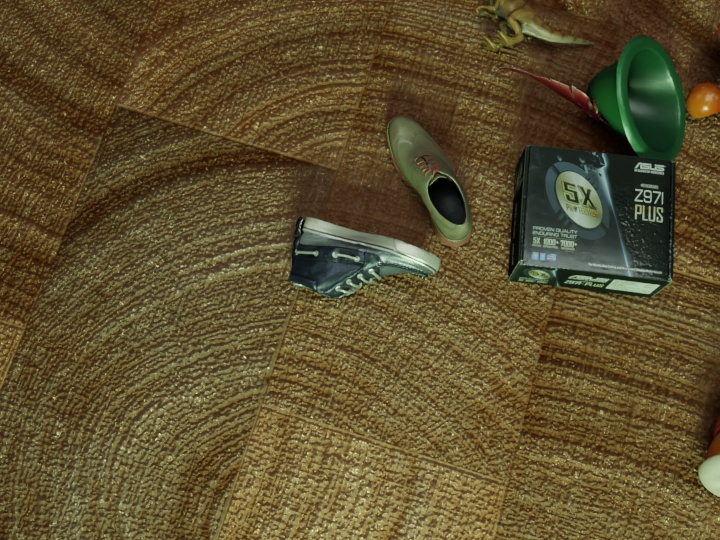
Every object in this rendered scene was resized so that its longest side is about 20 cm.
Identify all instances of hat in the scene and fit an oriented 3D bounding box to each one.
[{"bbox_3d":[0.331,-0.230,1.245,0.165,0.175,0.202,-33,107,-39],"label":"hat"}]

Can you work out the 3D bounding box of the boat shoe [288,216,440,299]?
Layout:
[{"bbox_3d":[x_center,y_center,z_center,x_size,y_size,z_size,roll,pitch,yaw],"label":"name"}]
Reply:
[{"bbox_3d":[0.000,0.000,1.163,0.197,0.075,0.094,15,82,12],"label":"boat shoe"}]

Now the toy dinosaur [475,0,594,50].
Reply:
[{"bbox_3d":[0.229,-0.353,1.260,0.199,0.060,0.107,38,76,9],"label":"toy dinosaur"}]

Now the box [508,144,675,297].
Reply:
[{"bbox_3d":[0.302,-0.064,1.167,0.197,0.086,0.166,7,74,2],"label":"box"}]

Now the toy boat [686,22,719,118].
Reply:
[{"bbox_3d":[0.511,-0.242,1.214,0.129,0.130,0.203,-19,73,25],"label":"toy boat"}]

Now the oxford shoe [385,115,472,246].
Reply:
[{"bbox_3d":[0.097,-0.133,1.191,0.070,0.075,0.201,-29,76,-7],"label":"oxford shoe"}]

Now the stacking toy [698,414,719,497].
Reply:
[{"bbox_3d":[0.493,0.177,1.097,0.144,0.147,0.202,11,59,3],"label":"stacking toy"}]
